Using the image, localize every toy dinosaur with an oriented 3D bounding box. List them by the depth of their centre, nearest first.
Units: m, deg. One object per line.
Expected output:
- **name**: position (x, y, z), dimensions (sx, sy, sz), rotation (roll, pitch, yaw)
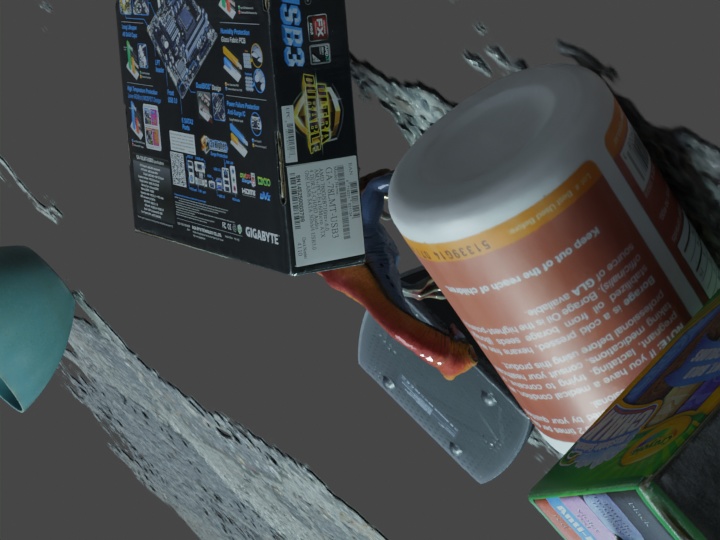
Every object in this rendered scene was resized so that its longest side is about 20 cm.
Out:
- **toy dinosaur**: position (0.000, 0.000, 1.058), dimensions (0.105, 0.200, 0.182), rotation (55, -159, -34)

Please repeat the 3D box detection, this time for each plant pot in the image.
- **plant pot**: position (-0.417, 0.049, 2.286), dimensions (0.200, 0.135, 0.200), rotation (42, 163, 16)

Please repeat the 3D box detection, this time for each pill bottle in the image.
- **pill bottle**: position (0.107, 0.015, 0.883), dimensions (0.200, 0.112, 0.112), rotation (55, 162, -25)

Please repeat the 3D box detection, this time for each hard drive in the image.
- **hard drive**: position (0.061, 0.066, 1.257), dimensions (0.135, 0.042, 0.200), rotation (44, 164, 9)

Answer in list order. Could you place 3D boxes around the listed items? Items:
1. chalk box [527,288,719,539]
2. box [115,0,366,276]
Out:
- **chalk box**: position (0.161, 0.094, 0.772), dimensions (0.124, 0.200, 0.124), rotation (48, 164, -5)
- **box**: position (-0.069, -0.109, 0.989), dimensions (0.200, 0.050, 0.199), rotation (14, 110, 60)
